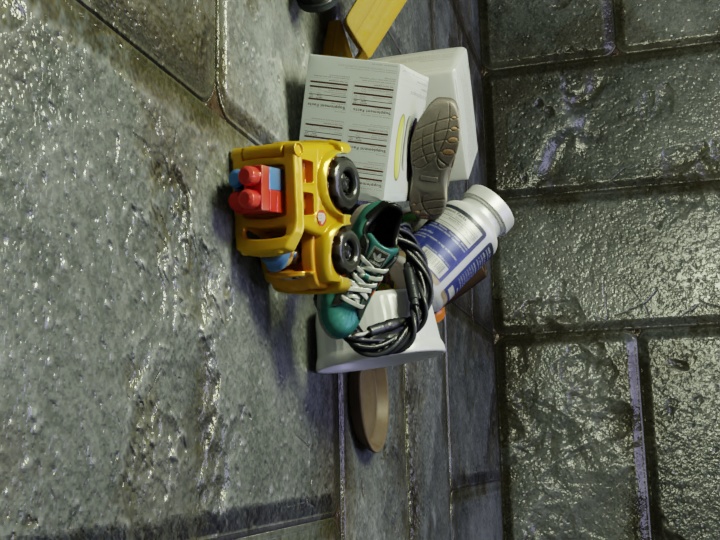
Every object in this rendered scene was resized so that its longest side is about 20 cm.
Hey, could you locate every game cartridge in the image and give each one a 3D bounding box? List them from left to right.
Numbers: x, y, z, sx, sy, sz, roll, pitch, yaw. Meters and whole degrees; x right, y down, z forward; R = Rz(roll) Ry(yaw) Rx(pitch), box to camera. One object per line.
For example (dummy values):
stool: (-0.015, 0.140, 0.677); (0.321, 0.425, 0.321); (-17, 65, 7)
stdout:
game cartridge: (-0.032, -0.299, 1.702); (0.177, 0.032, 0.201); (69, 24, -49)

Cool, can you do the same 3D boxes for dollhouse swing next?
dollhouse swing: (-0.018, -0.464, 1.617); (0.182, 0.175, 0.200); (-56, -170, 10)

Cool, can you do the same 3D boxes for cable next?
cable: (0.035, 0.020, 1.394); (0.201, 0.163, 0.051); (-57, -168, -25)

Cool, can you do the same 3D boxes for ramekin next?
ramekin: (0.024, 0.093, 1.504); (0.200, 0.199, 0.099); (28, 52, -73)

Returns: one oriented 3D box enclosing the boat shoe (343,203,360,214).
boat shoe: (-0.031, -0.049, 1.592); (0.072, 0.060, 0.202); (-62, -178, 33)

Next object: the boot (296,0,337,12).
boot: (-0.080, -0.509, 1.500); (0.163, 0.073, 0.199); (73, 12, -47)

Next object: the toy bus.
toy bus: (-0.098, -0.067, 1.234); (0.192, 0.135, 0.202); (-4, 93, -62)

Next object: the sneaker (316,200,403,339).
sneaker: (0.002, -0.006, 1.315); (0.071, 0.080, 0.201); (26, 70, -24)

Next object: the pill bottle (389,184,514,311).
pill bottle: (0.148, -0.039, 1.588); (0.200, 0.116, 0.116); (-43, 143, -16)

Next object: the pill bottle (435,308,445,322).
pill bottle: (0.131, 0.014, 2.090); (0.106, 0.105, 0.201); (-68, 150, -59)

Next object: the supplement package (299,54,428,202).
supplement package: (0.005, -0.212, 1.513); (0.191, 0.146, 0.202); (-18, 117, -73)

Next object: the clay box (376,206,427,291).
clay box: (0.084, -0.008, 1.668); (0.114, 0.047, 0.201); (-20, 126, -38)

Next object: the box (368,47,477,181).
box: (0.093, -0.266, 1.730); (0.171, 0.197, 0.201); (-63, 145, -64)

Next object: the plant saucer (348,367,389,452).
plant saucer: (0.015, 0.220, 1.747); (0.200, 0.029, 0.202); (-4, 90, -74)

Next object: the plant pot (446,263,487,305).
plant pot: (0.125, -0.005, 1.818); (0.187, 0.199, 0.188); (-19, 90, -77)

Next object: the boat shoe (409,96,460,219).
boat shoe: (0.112, -0.179, 1.534); (0.073, 0.074, 0.201); (-76, 177, -59)
